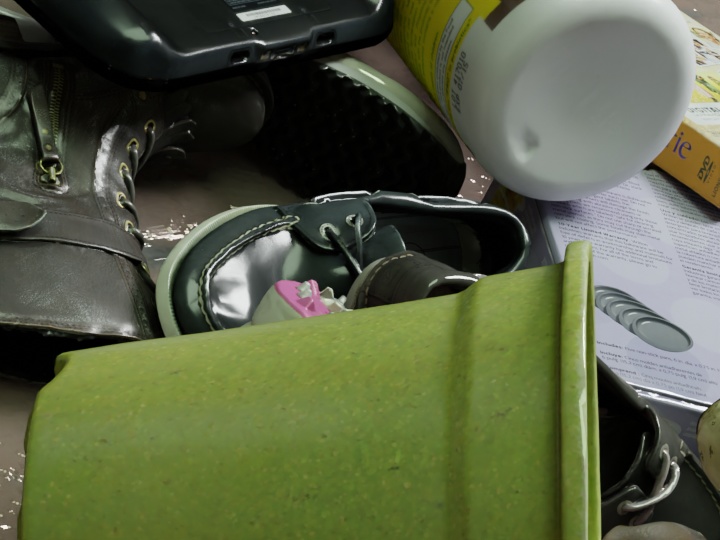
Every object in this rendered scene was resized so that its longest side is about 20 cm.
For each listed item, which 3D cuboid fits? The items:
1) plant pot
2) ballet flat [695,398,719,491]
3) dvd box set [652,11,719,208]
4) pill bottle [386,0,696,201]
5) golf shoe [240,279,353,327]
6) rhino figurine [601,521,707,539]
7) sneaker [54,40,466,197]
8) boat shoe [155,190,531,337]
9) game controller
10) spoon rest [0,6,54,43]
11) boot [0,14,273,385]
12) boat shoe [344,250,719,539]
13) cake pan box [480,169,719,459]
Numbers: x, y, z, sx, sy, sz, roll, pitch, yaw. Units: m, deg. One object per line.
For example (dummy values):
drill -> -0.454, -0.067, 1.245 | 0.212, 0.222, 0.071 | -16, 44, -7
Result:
plant pot -> -0.013, 0.090, 0.975 | 0.183, 0.201, 0.201 | 0, 35, 6
ballet flat -> 0.210, 0.107, 1.132 | 0.200, 0.066, 0.057 | 35, 28, -21
dvd box set -> 0.149, -0.092, 1.429 | 0.200, 0.030, 0.146 | 38, 25, 32
pill bottle -> 0.064, -0.124, 1.322 | 0.109, 0.110, 0.200 | 7, 29, -28
golf shoe -> 0.009, 0.100, 1.101 | 0.200, 0.091, 0.075 | 51, 6, -2
rhino figurine -> 0.157, 0.149, 1.127 | 0.200, 0.060, 0.088 | 23, 35, -43
sneaker -> -0.036, -0.099, 1.316 | 0.199, 0.071, 0.094 | 25, 40, 0
boat shoe -> 0.001, 0.002, 1.187 | 0.199, 0.066, 0.075 | -1, 77, -51
game controller -> -0.068, -0.122, 1.241 | 0.104, 0.042, 0.200 | 50, 35, 16
spoon rest -> -0.163, -0.174, 1.313 | 0.060, 0.099, 0.201 | 17, 46, -21
boot -> -0.105, -0.020, 1.185 | 0.199, 0.069, 0.175 | 2, 49, -32
boat shoe -> 0.078, 0.064, 1.151 | 0.200, 0.067, 0.057 | 38, -15, -19
cake pan box -> 0.162, 0.029, 1.303 | 0.199, 0.052, 0.185 | 14, 35, -21
